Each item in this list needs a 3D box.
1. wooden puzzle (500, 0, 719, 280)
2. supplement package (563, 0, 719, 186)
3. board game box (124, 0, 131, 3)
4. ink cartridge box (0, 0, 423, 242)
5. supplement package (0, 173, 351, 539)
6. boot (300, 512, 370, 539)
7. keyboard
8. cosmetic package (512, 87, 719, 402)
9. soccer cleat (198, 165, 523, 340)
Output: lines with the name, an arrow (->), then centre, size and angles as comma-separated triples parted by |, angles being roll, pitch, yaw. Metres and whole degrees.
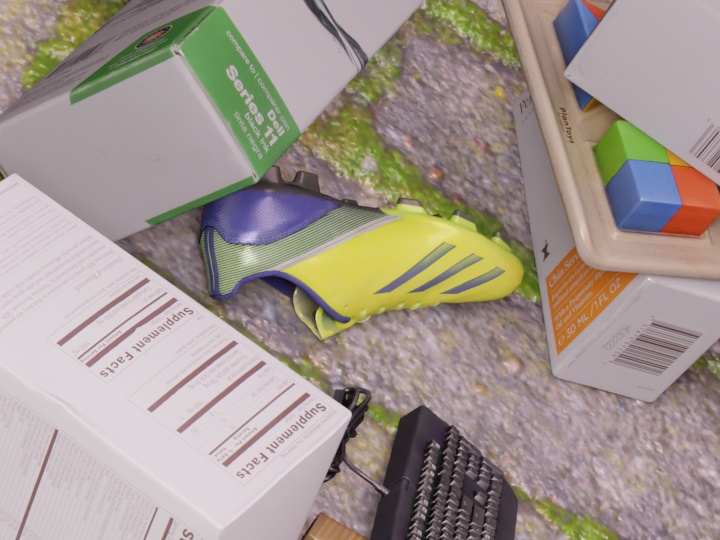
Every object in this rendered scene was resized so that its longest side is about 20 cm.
wooden puzzle -> 0.182, -0.079, 1.637 | 0.200, 0.046, 0.185 | 8, 52, -31
supplement package -> 0.239, -0.120, 1.567 | 0.200, 0.156, 0.111 | 36, 48, -1
board game box -> -0.131, -0.275, 1.648 | 0.165, 0.057, 0.200 | -41, 84, -14
ink cartridge box -> -0.077, -0.104, 1.529 | 0.083, 0.147, 0.200 | 57, 40, -15
supplement package -> -0.125, 0.070, 1.350 | 0.200, 0.114, 0.110 | 35, 40, 14
boot -> 0.008, 0.204, 1.397 | 0.144, 0.071, 0.201 | 34, 35, 1
keyboard -> 0.026, 0.114, 1.478 | 0.127, 0.021, 0.200 | 36, 20, -8
cosmetic package -> 0.150, -0.039, 1.690 | 0.071, 0.101, 0.200 | 16, 47, -26
soccer cleat -> -0.001, 0.000, 1.588 | 0.200, 0.065, 0.084 | 13, 79, -34
